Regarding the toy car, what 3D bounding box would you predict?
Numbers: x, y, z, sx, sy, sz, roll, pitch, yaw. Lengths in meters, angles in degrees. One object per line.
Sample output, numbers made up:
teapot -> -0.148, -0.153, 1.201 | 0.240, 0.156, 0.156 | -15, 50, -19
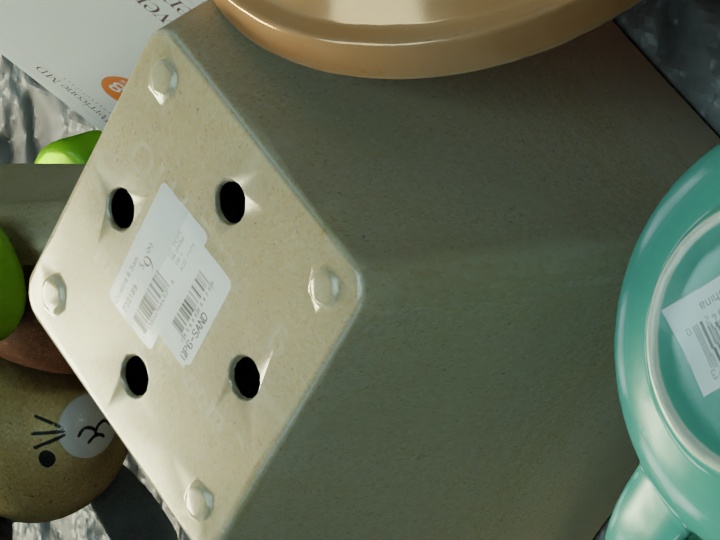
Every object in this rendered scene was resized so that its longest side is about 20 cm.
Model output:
toy car -> -0.131, 0.056, 1.123 | 0.157, 0.164, 0.201 | 6, 109, 45

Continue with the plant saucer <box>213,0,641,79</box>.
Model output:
plant saucer -> 0.033, -0.148, 0.901 | 0.200, 0.200, 0.032 | 32, 155, 38

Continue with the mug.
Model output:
mug -> 0.152, 0.040, 0.824 | 0.151, 0.114, 0.186 | 17, 96, 38

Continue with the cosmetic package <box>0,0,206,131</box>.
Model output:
cosmetic package -> -0.119, -0.138, 1.054 | 0.150, 0.200, 0.052 | -9, 52, 48

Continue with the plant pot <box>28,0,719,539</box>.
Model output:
plant pot -> 0.000, 0.000, 0.956 | 0.200, 0.176, 0.200 | 51, 128, 27
